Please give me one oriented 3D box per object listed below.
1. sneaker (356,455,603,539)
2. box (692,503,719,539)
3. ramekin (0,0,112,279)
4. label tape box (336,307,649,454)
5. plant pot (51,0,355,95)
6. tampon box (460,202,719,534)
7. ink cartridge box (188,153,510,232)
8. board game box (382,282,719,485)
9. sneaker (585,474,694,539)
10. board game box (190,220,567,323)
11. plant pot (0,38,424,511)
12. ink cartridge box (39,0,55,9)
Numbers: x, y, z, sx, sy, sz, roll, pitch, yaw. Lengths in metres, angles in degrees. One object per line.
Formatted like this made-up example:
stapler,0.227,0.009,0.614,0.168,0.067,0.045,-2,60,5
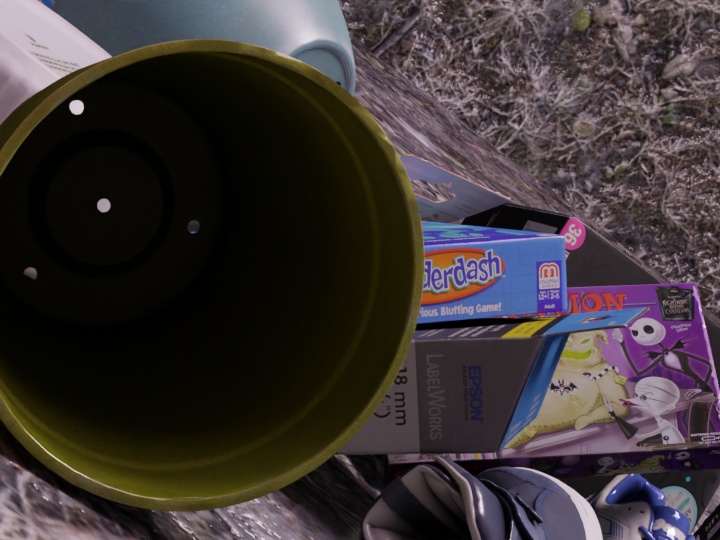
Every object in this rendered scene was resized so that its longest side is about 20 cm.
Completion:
sneaker,0.060,0.133,1.205,0.146,0.077,0.202,37,11,-24
box,0.286,0.192,1.394,0.164,0.200,0.086,39,8,1
ramekin,-0.186,-0.083,1.246,0.202,0.094,0.202,37,9,-7
label tape box,0.049,0.058,1.216,0.200,0.063,0.144,-3,2,12
plant pot,-0.083,-0.130,1.461,0.135,0.200,0.200,33,5,34
tampon box,0.139,0.070,1.489,0.200,0.150,0.126,34,-7,-25
ink cartridge box,-0.031,-0.049,1.400,0.162,0.200,0.050,18,57,-63
board game box,0.108,0.065,1.349,0.199,0.032,0.120,-3,50,-6
sneaker,0.155,0.175,1.331,0.075,0.088,0.200,37,11,-18
board game box,0.000,0.000,1.285,0.152,0.045,0.200,-4,5,-26
plant pot,-0.097,-0.014,1.049,0.200,0.201,0.193,35,-2,-22
ink cartridge box,-0.139,-0.194,1.535,0.067,0.200,0.116,45,-10,36
